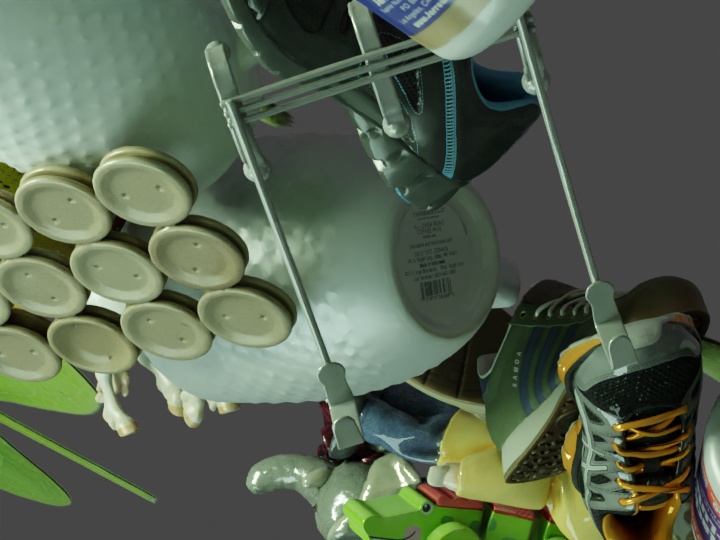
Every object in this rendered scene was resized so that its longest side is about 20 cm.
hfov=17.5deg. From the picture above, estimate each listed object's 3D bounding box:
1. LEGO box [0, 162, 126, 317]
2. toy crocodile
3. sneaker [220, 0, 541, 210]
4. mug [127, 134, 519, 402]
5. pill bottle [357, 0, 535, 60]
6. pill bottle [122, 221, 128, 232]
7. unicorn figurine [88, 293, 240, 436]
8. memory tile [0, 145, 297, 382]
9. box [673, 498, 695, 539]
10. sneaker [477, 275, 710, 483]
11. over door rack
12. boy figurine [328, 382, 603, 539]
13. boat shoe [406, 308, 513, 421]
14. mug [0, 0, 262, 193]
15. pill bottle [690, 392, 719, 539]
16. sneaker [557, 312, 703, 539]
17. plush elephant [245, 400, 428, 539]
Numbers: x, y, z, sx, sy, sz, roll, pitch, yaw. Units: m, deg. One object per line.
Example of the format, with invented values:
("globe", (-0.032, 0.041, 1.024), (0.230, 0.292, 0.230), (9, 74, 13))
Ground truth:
("LEGO box", (-0.246, -0.056, 1.271), (0.200, 0.077, 0.149), (39, 157, -28))
("toy crocodile", (0.085, 0.168, 1.517), (0.200, 0.062, 0.068), (11, -171, -20))
("sneaker", (0.004, -0.113, 1.091), (0.082, 0.073, 0.200), (-33, 131, 21))
("mug", (0.000, 0.000, 1.294), (0.175, 0.148, 0.200), (-4, 171, 44))
("pill bottle", (-0.012, -0.176, 0.853), (0.200, 0.116, 0.116), (34, 162, -12))
("pill bottle", (-0.115, 0.002, 1.528), (0.200, 0.110, 0.110), (18, 160, 31))
("unicorn figurine", (-0.116, 0.025, 1.420), (0.200, 0.074, 0.137), (-13, 95, 34))
("memory tile", (-0.142, 0.000, 1.194), (0.200, 0.017, 0.153), (-10, 137, 30))
("box", (0.198, 0.153, 1.580), (0.041, 0.039, 0.200), (9, 154, 46))
("sneaker", (0.120, 0.039, 1.329), (0.067, 0.090, 0.200), (-5, 150, -29))
("over door rack", (0.026, -0.033, 1.062), (0.067, 0.148, 0.200), (-99, -9, -68))
("boy figurine", (0.087, 0.117, 1.486), (0.200, 0.064, 0.124), (21, -158, 10))
("boat shoe", (0.092, 0.066, 1.455), (0.200, 0.072, 0.065), (19, 160, 13))
("mug", (-0.120, -0.124, 1.160), (0.200, 0.148, 0.175), (-26, 134, 32))
("pill bottle", (0.243, 0.126, 1.312), (0.111, 0.111, 0.200), (25, 162, 14))
("sneaker", (0.152, 0.089, 1.257), (0.078, 0.077, 0.200), (-14, 149, -2))
("plush elephant", (-0.003, 0.122, 1.611), (0.200, 0.155, 0.165), (25, 162, 15))
